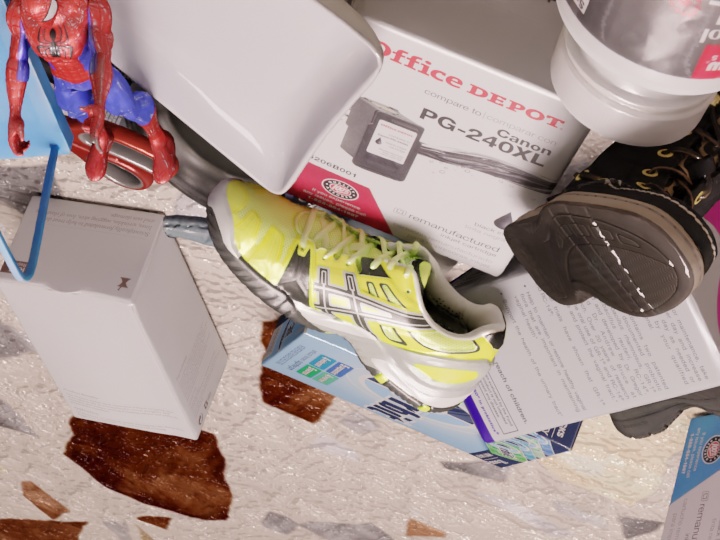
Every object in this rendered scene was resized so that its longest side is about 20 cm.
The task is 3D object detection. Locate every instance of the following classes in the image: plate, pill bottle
[{"bbox_3d":[-0.085,-0.144,1.084,0.200,0.032,0.200,40,154,-2],"label":"plate"},{"bbox_3d":[0.153,-0.152,0.934,0.110,0.111,0.200,19,141,0],"label":"pill bottle"}]

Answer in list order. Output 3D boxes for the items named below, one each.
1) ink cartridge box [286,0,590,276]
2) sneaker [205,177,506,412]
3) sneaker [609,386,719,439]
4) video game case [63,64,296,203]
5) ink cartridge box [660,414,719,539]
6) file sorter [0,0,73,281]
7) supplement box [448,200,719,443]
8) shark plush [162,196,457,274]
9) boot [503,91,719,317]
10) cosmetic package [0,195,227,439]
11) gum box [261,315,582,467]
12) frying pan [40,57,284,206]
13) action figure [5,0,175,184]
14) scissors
[{"bbox_3d":[0.050,-0.097,1.140,0.145,0.084,0.200,22,151,-2],"label":"ink cartridge box"},{"bbox_3d":[0.000,0.000,1.203,0.200,0.076,0.076,33,127,-14],"label":"sneaker"},{"bbox_3d":[0.205,0.050,1.310,0.091,0.076,0.200,39,143,-17],"label":"sneaker"},{"bbox_3d":[-0.094,-0.091,1.302,0.199,0.019,0.143,23,150,-9],"label":"video game case"},{"bbox_3d":[0.329,0.183,1.378,0.200,0.147,0.146,-15,135,44],"label":"ink cartridge box"},{"bbox_3d":[-0.280,-0.065,1.119,0.199,0.123,0.139,-4,143,10],"label":"file sorter"},{"bbox_3d":[0.150,0.023,1.225,0.200,0.101,0.104,-21,98,46],"label":"supplement box"},{"bbox_3d":[-0.024,-0.029,1.315,0.199,0.091,0.083,14,139,18],"label":"shark plush"},{"bbox_3d":[0.166,-0.046,1.045,0.073,0.150,0.200,53,168,-5],"label":"boot"},{"bbox_3d":[-0.180,0.038,1.503,0.112,0.081,0.200,10,148,16],"label":"cosmetic package"},{"bbox_3d":[0.041,0.077,1.430,0.199,0.045,0.170,23,166,-8],"label":"gum box"},{"bbox_3d":[-0.124,-0.086,1.263,0.190,0.031,0.115,22,151,24],"label":"frying pan"},{"bbox_3d":[-0.151,-0.082,1.100,0.065,0.099,0.200,1,154,10],"label":"action figure"},{"bbox_3d":[-0.205,-0.098,1.236,0.200,0.014,0.073,26,160,-11],"label":"scissors"}]
